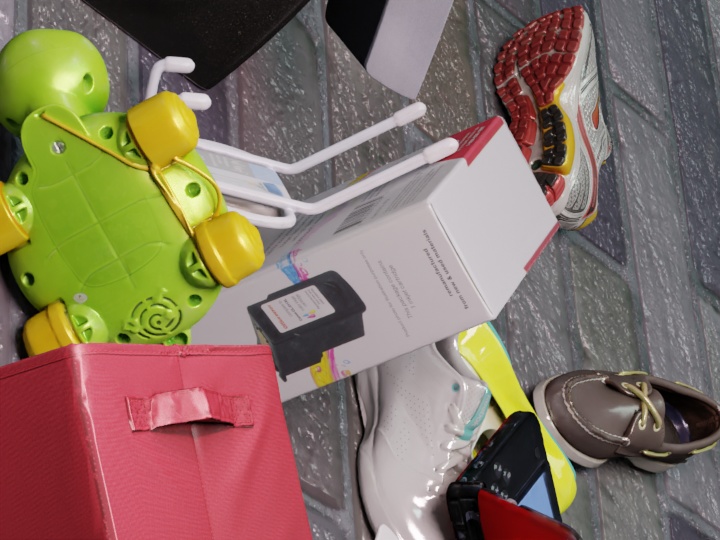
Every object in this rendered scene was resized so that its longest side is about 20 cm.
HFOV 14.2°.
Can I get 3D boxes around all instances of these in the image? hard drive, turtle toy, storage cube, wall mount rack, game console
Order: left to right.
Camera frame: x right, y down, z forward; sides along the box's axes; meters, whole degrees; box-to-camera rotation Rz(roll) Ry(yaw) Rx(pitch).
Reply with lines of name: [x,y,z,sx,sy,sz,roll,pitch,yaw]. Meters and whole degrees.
storage cube: [-0.139,0.142,1.400,0.171,0.200,0.180,3,71,-59]
turtle toy: [-0.144,-0.044,1.612,0.200,0.146,0.101,62,8,-4]
wall mount rack: [-0.042,-0.075,1.736,0.174,0.075,0.200,13,13,-11]
hard drive: [0.033,-0.221,1.808,0.042,0.200,0.135,11,20,-22]
game console: [0.135,0.209,1.806,0.172,0.119,0.200,-45,128,-53]

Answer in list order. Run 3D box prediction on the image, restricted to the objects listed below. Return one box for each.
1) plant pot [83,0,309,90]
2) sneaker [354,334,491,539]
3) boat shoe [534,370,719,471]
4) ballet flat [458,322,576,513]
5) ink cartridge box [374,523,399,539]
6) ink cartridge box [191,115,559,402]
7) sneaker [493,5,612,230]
plant pot: [-0.094,-0.272,1.818,0.200,0.177,0.200,35,40,-40]
sneaker: [0.049,0.106,1.842,0.075,0.088,0.200,27,46,-50]
boat shoe: [0.197,0.105,2.098,0.200,0.060,0.072,17,54,-53]
ballet flat: [0.078,0.092,1.933,0.067,0.067,0.200,-47,111,-39]
ink cartridge box: [0.033,0.262,1.711,0.200,0.067,0.116,53,31,-21]
ink cartridge box: [0.000,0.000,1.732,0.083,0.200,0.146,60,29,-12]
sneaker: [0.150,-0.117,2.213,0.082,0.078,0.200,42,45,-41]
